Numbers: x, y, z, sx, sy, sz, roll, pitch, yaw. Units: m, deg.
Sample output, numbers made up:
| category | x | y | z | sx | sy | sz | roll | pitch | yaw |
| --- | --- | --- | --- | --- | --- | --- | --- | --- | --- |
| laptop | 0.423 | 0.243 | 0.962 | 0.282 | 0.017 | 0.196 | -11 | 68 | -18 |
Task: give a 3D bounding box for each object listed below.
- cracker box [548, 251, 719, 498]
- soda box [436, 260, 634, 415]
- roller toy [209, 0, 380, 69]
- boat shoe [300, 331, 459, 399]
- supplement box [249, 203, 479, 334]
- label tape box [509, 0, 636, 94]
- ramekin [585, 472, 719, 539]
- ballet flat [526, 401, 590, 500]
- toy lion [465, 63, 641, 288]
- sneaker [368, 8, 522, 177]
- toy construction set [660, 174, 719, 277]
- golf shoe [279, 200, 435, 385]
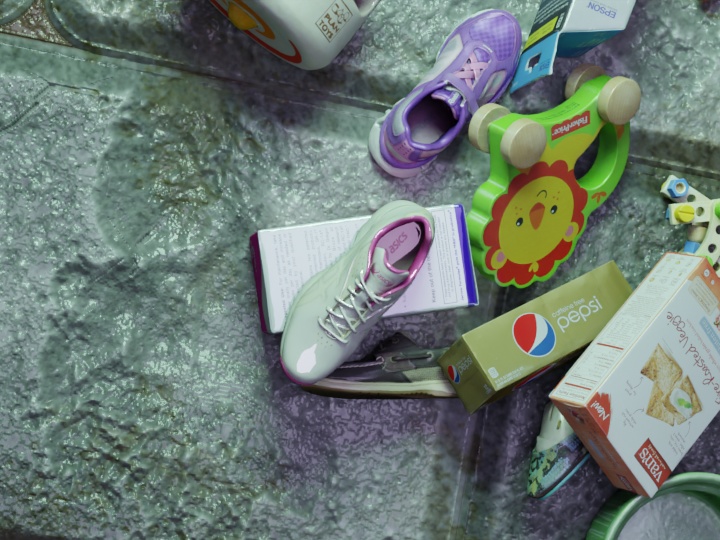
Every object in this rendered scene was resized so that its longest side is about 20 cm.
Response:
| category | x | y | z | sx | sy | sz | roll | pitch | yaw |
| --- | --- | --- | --- | --- | --- | --- | --- | --- | --- |
| cracker box | 0.288 | 0.099 | 1.494 | 0.200 | 0.058 | 0.134 | -48 | 118 | -18 |
| soda box | 0.177 | 0.063 | 1.502 | 0.200 | 0.068 | 0.064 | -25 | 76 | -29 |
| roller toy | -0.073 | -0.282 | 1.448 | 0.182 | 0.200 | 0.140 | 40 | 83 | -12 |
| boat shoe | 0.040 | 0.093 | 1.518 | 0.201 | 0.072 | 0.066 | 2 | 82 | -15 |
| supplement box | 0.000 | 0.000 | 1.495 | 0.200 | 0.101 | 0.103 | -9 | 90 | -10 |
| label tape box | 0.222 | -0.264 | 1.518 | 0.066 | 0.143 | 0.200 | 20 | 85 | -8 |
| ramekin | 0.317 | 0.296 | 1.539 | 0.200 | 0.098 | 0.200 | 0 | 88 | -9 |
| ballet flat | 0.222 | 0.140 | 1.545 | 0.200 | 0.074 | 0.074 | -42 | 95 | -18 |
| toy lion | 0.184 | -0.083 | 1.520 | 0.200 | 0.069 | 0.192 | -25 | 126 | -28 |
| sneaker | 0.093 | -0.177 | 1.523 | 0.080 | 0.088 | 0.200 | 41 | 81 | -5 |
| toy construction set | 0.399 | -0.022 | 1.573 | 0.200 | 0.092 | 0.131 | 6 | 87 | 2 |
| golf shoe | -0.003 | 0.018 | 1.398 | 0.075 | 0.092 | 0.200 | 37 | 85 | -8 |
